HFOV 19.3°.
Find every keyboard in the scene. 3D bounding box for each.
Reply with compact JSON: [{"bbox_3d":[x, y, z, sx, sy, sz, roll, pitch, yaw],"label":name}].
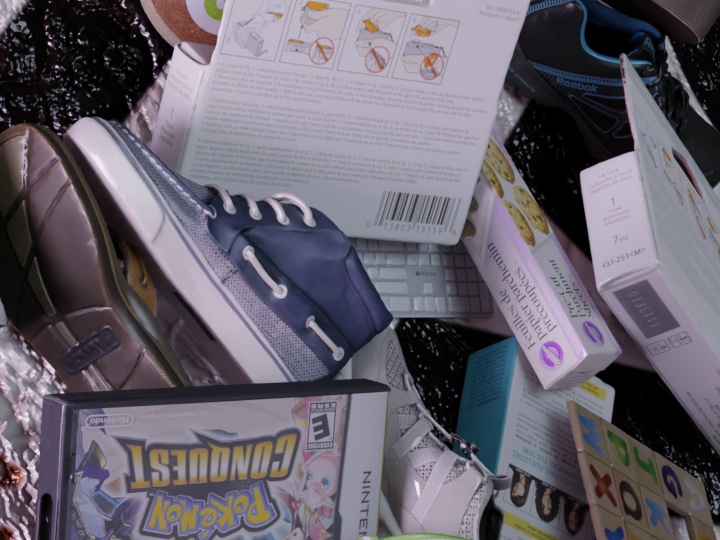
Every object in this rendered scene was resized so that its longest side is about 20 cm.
[{"bbox_3d":[0.000,0.000,1.238,0.199,0.011,0.057,1,72,-38],"label":"keyboard"}]

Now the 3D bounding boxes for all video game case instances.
[{"bbox_3d":[-0.074,0.149,1.062,0.199,0.025,0.182,-1,98,-39],"label":"video game case"}]

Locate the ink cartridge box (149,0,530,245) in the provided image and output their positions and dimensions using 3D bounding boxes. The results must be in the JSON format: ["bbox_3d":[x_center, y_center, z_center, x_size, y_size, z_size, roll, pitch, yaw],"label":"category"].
[{"bbox_3d":[-0.010,-0.106,1.177,0.199,0.044,0.175,4,110,-34],"label":"ink cartridge box"}]

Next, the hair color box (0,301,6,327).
[{"bbox_3d":[-0.274,-0.002,0.987,0.199,0.060,0.101,-7,77,-39],"label":"hair color box"}]

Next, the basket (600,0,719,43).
[{"bbox_3d":[0.215,-0.258,1.333,0.201,0.136,0.180,-60,145,0],"label":"basket"}]

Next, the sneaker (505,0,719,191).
[{"bbox_3d":[0.176,-0.114,1.376,0.199,0.082,0.074,31,53,-27],"label":"sneaker"}]

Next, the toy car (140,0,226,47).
[{"bbox_3d":[-0.031,-0.212,1.171,0.164,0.200,0.158,37,53,-21],"label":"toy car"}]

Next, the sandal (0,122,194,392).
[{"bbox_3d":[-0.131,0.016,1.087,0.201,0.082,0.055,57,32,-5],"label":"sandal"}]

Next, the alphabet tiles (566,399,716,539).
[{"bbox_3d":[0.182,0.188,1.228,0.167,0.008,0.201,33,39,-48],"label":"alphabet tiles"}]

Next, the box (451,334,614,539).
[{"bbox_3d":[0.092,0.146,1.227,0.082,0.049,0.201,29,57,-27],"label":"box"}]

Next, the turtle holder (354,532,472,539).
[{"bbox_3d":[0.019,0.192,1.029,0.185,0.132,0.142,29,87,-5],"label":"turtle holder"}]

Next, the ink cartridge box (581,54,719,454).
[{"bbox_3d":[0.195,-0.008,1.323,0.200,0.043,0.174,49,27,-43],"label":"ink cartridge box"}]

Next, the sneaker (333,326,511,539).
[{"bbox_3d":[0.043,0.117,1.157,0.075,0.082,0.201,37,32,-68],"label":"sneaker"}]

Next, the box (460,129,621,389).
[{"bbox_3d":[0.086,-0.024,1.258,0.041,0.039,0.201,-1,56,-49],"label":"box"}]

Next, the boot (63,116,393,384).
[{"bbox_3d":[-0.068,-0.020,1.116,0.090,0.073,0.200,-42,116,-15],"label":"boot"}]
